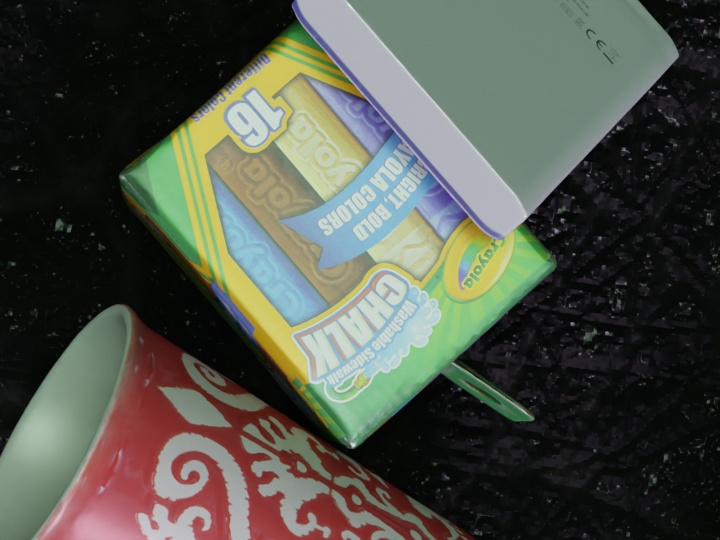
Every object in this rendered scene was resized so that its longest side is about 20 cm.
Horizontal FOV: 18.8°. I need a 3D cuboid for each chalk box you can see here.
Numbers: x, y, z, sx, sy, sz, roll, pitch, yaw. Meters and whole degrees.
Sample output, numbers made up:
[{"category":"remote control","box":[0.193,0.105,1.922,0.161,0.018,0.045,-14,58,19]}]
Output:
[{"category":"chalk box","box":[0.000,0.000,0.983,0.124,0.125,0.200,-40,90,-7]}]

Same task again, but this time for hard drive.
[{"category":"hard drive","box":[0.063,-0.107,0.978,0.132,0.200,0.025,49,127,-1]}]

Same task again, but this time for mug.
[{"category":"mug","box":[-0.063,0.126,0.972,0.199,0.177,0.134,30,62,-19]}]
